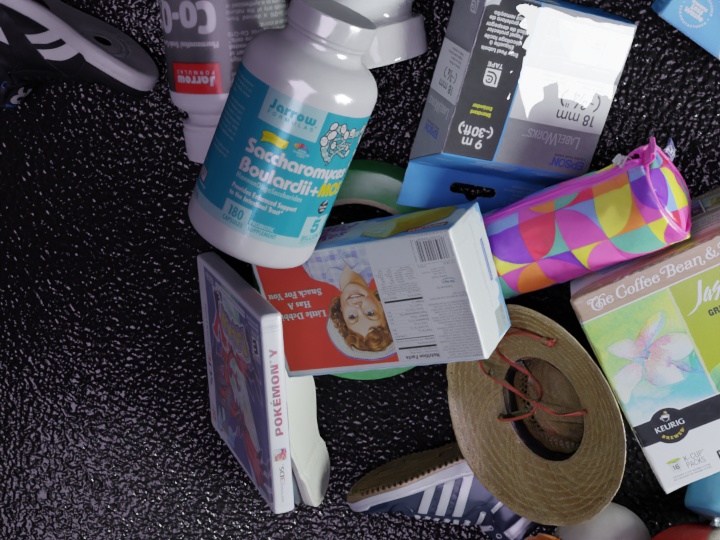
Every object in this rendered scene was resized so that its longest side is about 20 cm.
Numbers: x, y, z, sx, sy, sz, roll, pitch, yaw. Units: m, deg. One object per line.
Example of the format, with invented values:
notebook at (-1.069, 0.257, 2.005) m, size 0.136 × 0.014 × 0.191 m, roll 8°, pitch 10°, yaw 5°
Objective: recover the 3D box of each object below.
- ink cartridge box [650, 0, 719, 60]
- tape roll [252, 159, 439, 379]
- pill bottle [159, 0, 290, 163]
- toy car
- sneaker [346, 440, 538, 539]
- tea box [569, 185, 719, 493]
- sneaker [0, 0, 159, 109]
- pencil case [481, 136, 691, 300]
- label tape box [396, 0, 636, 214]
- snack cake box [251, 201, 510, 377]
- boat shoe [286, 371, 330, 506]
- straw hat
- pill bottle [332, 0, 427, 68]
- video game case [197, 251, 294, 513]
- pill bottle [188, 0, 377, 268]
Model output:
ink cartridge box at (0.340, -0.257, 0.870) m, size 0.116 × 0.068 × 0.201 m, roll 34°, pitch 110°, yaw -3°
tape roll at (0.000, 0.000, 1.025) m, size 0.198 × 0.048 × 0.203 m, roll 3°, pitch 109°, yaw 9°
pill bottle at (-0.113, -0.199, 0.944) m, size 0.113 × 0.114 × 0.202 m, roll -1°, pitch 108°, yaw 10°
toy car at (0.250, 0.270, 1.008) m, size 0.198 × 0.177 × 0.186 m, roll 11°, pitch 75°, yaw 29°
sneaker at (0.092, 0.228, 1.074) m, size 0.198 × 0.070 × 0.109 m, roll -21°, pitch 102°, yaw 13°
tea box at (0.307, 0.047, 0.941) m, size 0.199 × 0.134 × 0.198 m, roll -26°, pitch 101°, yaw 17°
sneaker at (-0.283, -0.185, 1.008) m, size 0.199 × 0.073 × 0.113 m, roll 32°, pitch 114°, yaw 7°
pencil case at (0.176, -0.040, 0.913) m, size 0.199 × 0.088 × 0.089 m, roll -25°, pitch 103°, yaw 36°
label tape box at (0.129, -0.128, 0.922) m, size 0.143 × 0.063 × 0.202 m, roll 7°, pitch 112°, yaw -23°
snack cake box at (0.016, 0.020, 0.940) m, size 0.198 × 0.067 × 0.116 m, roll -8°, pitch 109°, yaw 30°
boat shoe at (-0.077, 0.151, 1.059) m, size 0.061 × 0.073 × 0.201 m, roll 7°, pitch 133°, yaw 22°
straw hat at (0.174, 0.117, 0.985) m, size 0.200 × 0.085 × 0.203 m, roll 17°, pitch 115°, yaw 39°
pill bottle at (-0.006, -0.272, 0.903) m, size 0.108 × 0.110 × 0.202 m, roll -8°, pitch 107°, yaw 13°
video game case at (-0.108, 0.096, 1.008) m, size 0.023 × 0.200 × 0.184 m, roll -10°, pitch 109°, yaw -22°
pill bottle at (-0.056, -0.111, 0.866) m, size 0.110 × 0.111 × 0.201 m, roll 24°, pitch 112°, yaw 1°
